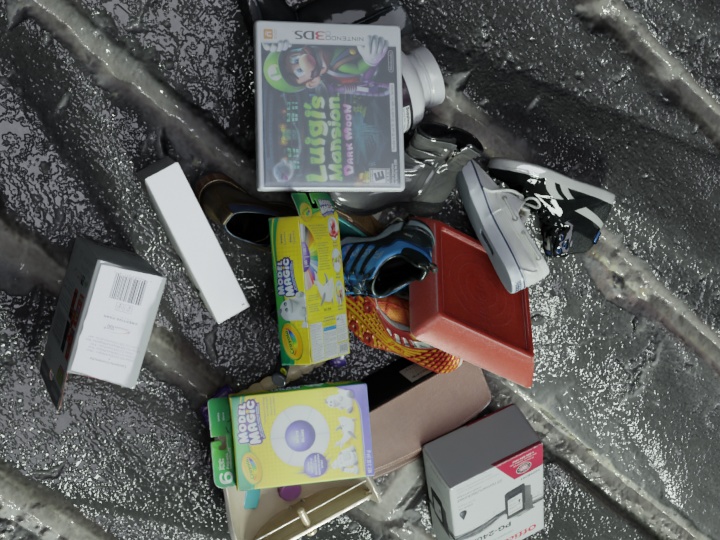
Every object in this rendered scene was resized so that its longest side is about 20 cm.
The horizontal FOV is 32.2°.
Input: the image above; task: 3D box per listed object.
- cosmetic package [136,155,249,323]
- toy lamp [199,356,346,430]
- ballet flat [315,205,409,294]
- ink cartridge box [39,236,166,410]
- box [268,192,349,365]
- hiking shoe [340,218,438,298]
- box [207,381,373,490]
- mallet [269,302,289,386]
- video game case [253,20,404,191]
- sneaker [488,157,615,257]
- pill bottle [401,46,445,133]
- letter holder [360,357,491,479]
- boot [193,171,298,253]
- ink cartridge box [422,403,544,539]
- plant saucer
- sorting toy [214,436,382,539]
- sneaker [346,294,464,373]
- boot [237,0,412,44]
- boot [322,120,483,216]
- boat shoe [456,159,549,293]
[{"bbox_3d":[-0.208,-0.038,1.545,0.050,0.082,0.202,-29,107,-13],"label":"cosmetic package"},{"bbox_3d":[-0.115,0.148,1.623,0.198,0.058,0.059,-26,107,-13],"label":"toy lamp"},{"bbox_3d":[0.026,-0.046,1.640,0.199,0.068,0.073,37,66,-21],"label":"ballet flat"},{"bbox_3d":[-0.307,0.066,1.464,0.083,0.200,0.178,16,94,-21],"label":"ink cartridge box"},{"bbox_3d":[-0.062,0.007,1.505,0.048,0.117,0.203,-2,92,23],"label":"box"},{"bbox_3d":[0.000,0.000,1.568,0.198,0.087,0.075,-24,123,17],"label":"hiking shoe"},{"bbox_3d":[-0.087,0.205,1.546,0.197,0.048,0.119,-6,88,-7],"label":"box"},{"bbox_3d":[-0.082,0.098,1.554,0.066,0.201,0.041,39,110,-19],"label":"mallet"},{"bbox_3d":[-0.037,-0.195,1.491,0.179,0.023,0.203,-1,87,-13],"label":"video game case"},{"bbox_3d":[0.253,-0.079,1.702,0.198,0.073,0.113,16,92,-22],"label":"sneaker"},{"bbox_3d":[0.003,-0.212,1.572,0.198,0.112,0.114,-24,106,-14],"label":"pill bottle"},{"bbox_3d":[0.075,0.203,1.675,0.198,0.100,0.143,-28,109,-13],"label":"letter holder"},{"bbox_3d":[-0.114,-0.046,1.553,0.199,0.097,0.075,25,105,-32],"label":"boot"},{"bbox_3d":[0.170,0.296,1.685,0.144,0.084,0.201,-24,136,-14],"label":"ink cartridge box"},{"bbox_3d":[0.152,0.032,1.629,0.198,0.201,0.037,25,135,-26],"label":"plant saucer"},{"bbox_3d":[-0.102,0.255,1.607,0.198,0.107,0.182,-27,112,-10],"label":"sorting toy"},{"bbox_3d":[0.055,0.069,1.638,0.198,0.077,0.074,29,126,13],"label":"sneaker"},{"bbox_3d":[-0.047,-0.336,1.557,0.198,0.066,0.167,-23,114,-11],"label":"boot"},{"bbox_3d":[0.050,-0.137,1.585,0.198,0.070,0.132,-3,141,-34],"label":"boot"},{"bbox_3d":[0.194,-0.073,1.641,0.085,0.075,0.204,-21,64,-8],"label":"boat shoe"}]
